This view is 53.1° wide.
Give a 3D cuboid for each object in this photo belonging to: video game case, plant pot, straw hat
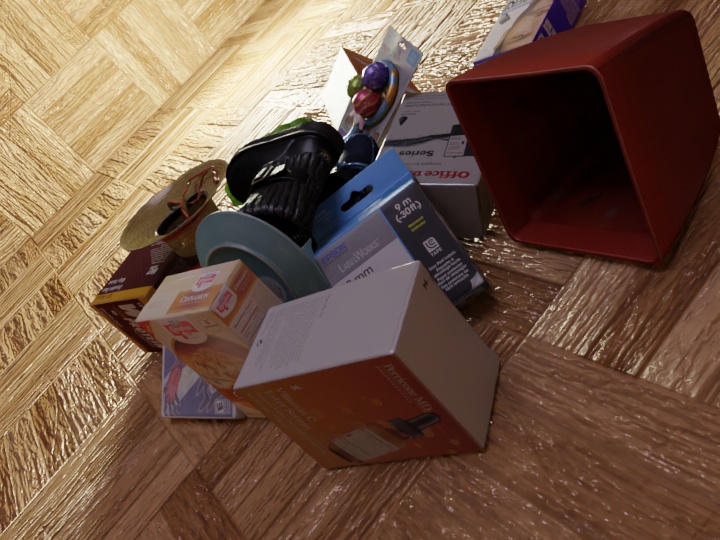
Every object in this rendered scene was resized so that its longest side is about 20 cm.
[{"bbox_3d":[-0.219,0.102,0.995,0.181,0.023,0.202,-11,78,44],"label":"video game case"},{"bbox_3d":[0.241,-0.148,0.720,0.176,0.201,0.199,-39,27,-20],"label":"plant pot"},{"bbox_3d":[-0.255,-0.071,1.085,0.200,0.085,0.202,-24,34,17],"label":"straw hat"}]

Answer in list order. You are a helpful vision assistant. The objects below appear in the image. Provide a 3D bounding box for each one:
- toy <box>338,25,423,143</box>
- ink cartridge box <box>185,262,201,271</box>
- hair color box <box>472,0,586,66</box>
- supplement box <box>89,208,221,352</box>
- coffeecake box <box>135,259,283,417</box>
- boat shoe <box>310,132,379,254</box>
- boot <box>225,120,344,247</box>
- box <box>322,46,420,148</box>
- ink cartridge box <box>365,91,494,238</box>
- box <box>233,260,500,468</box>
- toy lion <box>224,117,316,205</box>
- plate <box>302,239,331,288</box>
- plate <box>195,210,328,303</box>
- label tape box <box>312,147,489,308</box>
[{"bbox_3d":[0.004,-0.237,1.012,0.201,0.047,0.115,-64,36,25],"label":"toy"},{"bbox_3d":[-0.150,-0.068,1.020,0.199,0.050,0.161,-33,15,-27],"label":"ink cartridge box"},{"bbox_3d":[0.262,-0.371,1.100,0.109,0.065,0.201,-5,48,47],"label":"hair color box"},{"bbox_3d":[-0.309,0.017,1.214,0.196,0.133,0.201,-8,43,45],"label":"supplement box"},{"bbox_3d":[-0.135,0.087,0.840,0.153,0.200,0.073,-10,42,44],"label":"coffeecake box"},{"bbox_3d":[-0.014,-0.103,0.925,0.083,0.069,0.201,-3,58,20],"label":"boat shoe"},{"bbox_3d":[-0.119,-0.089,0.885,0.210,0.079,0.159,-18,43,46],"label":"boot"},{"bbox_3d":[0.020,-0.278,1.180,0.200,0.123,0.098,-108,38,-58],"label":"box"},{"bbox_3d":[0.105,-0.140,0.918,0.145,0.083,0.201,3,47,21],"label":"ink cartridge box"},{"bbox_3d":[0.007,0.100,0.698,0.199,0.152,0.107,-18,36,37],"label":"box"},{"bbox_3d":[-0.135,-0.163,1.104,0.199,0.069,0.191,-35,-5,25],"label":"toy lion"},{"bbox_3d":[0.000,0.000,0.915,0.199,0.026,0.201,-14,46,14],"label":"plate"},{"bbox_3d":[-0.121,0.019,0.848,0.199,0.201,0.026,-9,30,44],"label":"plate"},{"bbox_3d":[0.027,-0.025,0.805,0.144,0.201,0.063,-36,-14,11],"label":"label tape box"}]
